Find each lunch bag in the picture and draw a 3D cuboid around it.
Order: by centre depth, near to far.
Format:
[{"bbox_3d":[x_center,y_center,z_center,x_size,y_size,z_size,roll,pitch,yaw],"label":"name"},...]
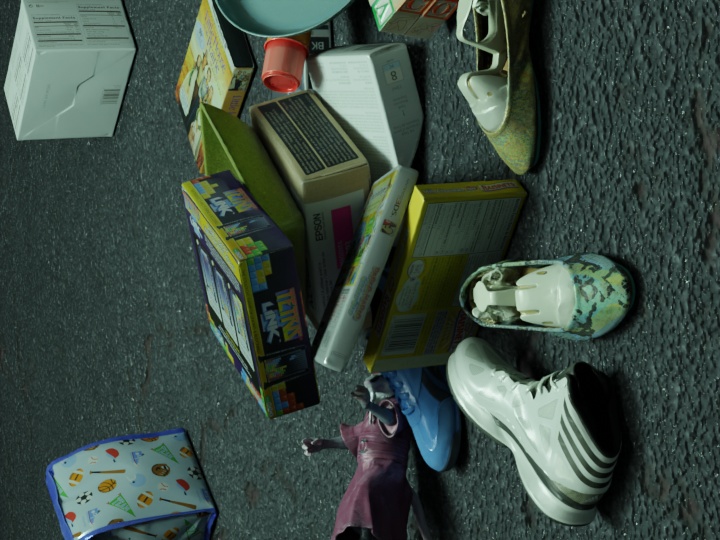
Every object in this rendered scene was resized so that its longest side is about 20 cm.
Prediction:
[{"bbox_3d":[-0.321,0.321,2.213,0.170,0.199,0.124,-122,37,-45],"label":"lunch bag"}]

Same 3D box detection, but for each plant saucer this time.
[{"bbox_3d":[-0.059,-0.319,1.620,0.200,0.027,0.201,-11,65,24],"label":"plant saucer"},{"bbox_3d":[-0.102,-0.044,1.625,0.200,0.048,0.200,91,156,-48],"label":"plant saucer"}]

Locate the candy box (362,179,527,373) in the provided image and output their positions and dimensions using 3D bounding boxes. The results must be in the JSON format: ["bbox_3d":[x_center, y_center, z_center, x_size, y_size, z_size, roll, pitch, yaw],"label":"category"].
[{"bbox_3d":[0.071,0.007,1.415,0.026,0.102,0.200,57,143,41],"label":"candy box"}]

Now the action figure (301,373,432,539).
[{"bbox_3d":[0.027,0.183,1.566,0.134,0.149,0.201,149,135,-64],"label":"action figure"}]

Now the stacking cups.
[{"bbox_3d":[-0.062,-0.279,1.654,0.061,0.060,0.201,139,140,-61],"label":"stacking cups"}]

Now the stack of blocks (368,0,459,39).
[{"bbox_3d":[0.029,-0.314,1.489,0.115,0.058,0.200,-46,51,44],"label":"stack of blocks"}]

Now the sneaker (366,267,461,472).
[{"bbox_3d":[0.042,0.095,1.527,0.066,0.078,0.201,-33,65,61],"label":"sneaker"}]

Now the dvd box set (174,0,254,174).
[{"bbox_3d":[-0.187,-0.241,2.040,0.200,0.029,0.147,116,142,-49],"label":"dvd box set"}]

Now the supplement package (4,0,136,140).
[{"bbox_3d":[-0.444,-0.306,2.446,0.200,0.155,0.111,117,141,-49],"label":"supplement package"}]

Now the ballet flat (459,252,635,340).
[{"bbox_3d":[0.142,0.023,1.303,0.200,0.074,0.074,171,95,-65],"label":"ballet flat"}]

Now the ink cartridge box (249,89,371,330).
[{"bbox_3d":[-0.045,-0.057,1.643,0.165,0.075,0.200,-125,23,-51],"label":"ink cartridge box"}]

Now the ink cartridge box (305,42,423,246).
[{"bbox_3d":[0.018,-0.126,1.609,0.160,0.047,0.201,14,122,64],"label":"ink cartridge box"}]

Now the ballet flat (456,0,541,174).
[{"bbox_3d":[0.112,-0.180,1.344,0.071,0.071,0.201,-166,73,-65],"label":"ballet flat"}]

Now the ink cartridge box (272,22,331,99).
[{"bbox_3d":[-0.064,-0.199,1.764,0.099,0.039,0.201,180,86,-65],"label":"ink cartridge box"}]

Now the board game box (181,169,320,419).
[{"bbox_3d":[-0.104,0.018,1.504,0.200,0.057,0.166,-131,30,-58],"label":"board game box"}]

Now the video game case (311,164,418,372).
[{"bbox_3d":[0.000,0.000,1.446,0.200,0.023,0.182,167,124,-85],"label":"video game case"}]

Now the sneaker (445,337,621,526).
[{"bbox_3d":[0.151,0.099,1.311,0.201,0.076,0.116,53,132,38],"label":"sneaker"}]
